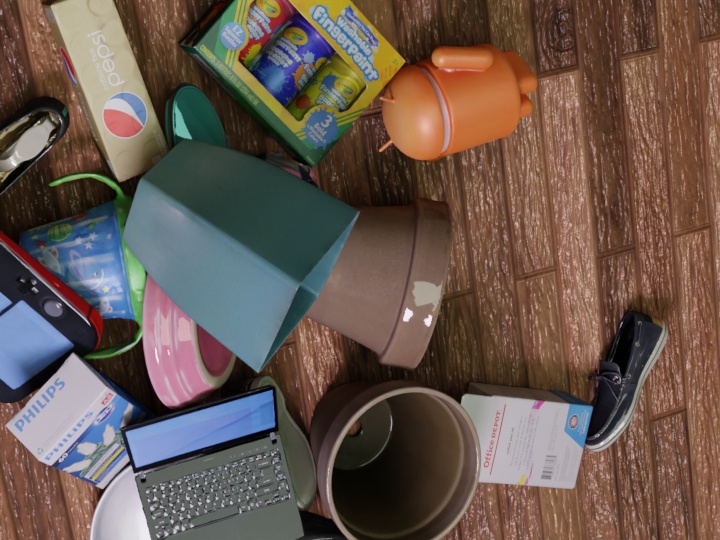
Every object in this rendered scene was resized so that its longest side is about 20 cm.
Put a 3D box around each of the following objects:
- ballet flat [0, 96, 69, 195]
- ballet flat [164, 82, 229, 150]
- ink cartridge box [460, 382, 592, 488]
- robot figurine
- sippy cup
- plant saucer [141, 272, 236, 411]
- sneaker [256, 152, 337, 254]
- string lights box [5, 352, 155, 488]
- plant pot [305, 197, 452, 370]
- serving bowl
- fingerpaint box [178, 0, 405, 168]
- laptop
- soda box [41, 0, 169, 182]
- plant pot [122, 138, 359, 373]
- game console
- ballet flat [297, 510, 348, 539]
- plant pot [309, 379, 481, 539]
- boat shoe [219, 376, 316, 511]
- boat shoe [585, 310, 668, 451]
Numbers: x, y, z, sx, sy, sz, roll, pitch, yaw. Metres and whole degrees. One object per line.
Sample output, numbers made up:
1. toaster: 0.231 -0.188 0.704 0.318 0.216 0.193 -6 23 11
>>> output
1. ballet flat: -0.389 -0.112 1.387 0.200 0.068 0.068 -45 115 -8
2. ballet flat: -0.171 -0.107 1.459 0.067 0.070 0.202 -27 100 -21
3. ink cartridge box: 0.193 0.213 1.710 0.197 0.068 0.117 9 98 -25
4. robot figurine: 0.110 -0.201 1.556 0.198 0.144 0.118 -19 92 -18
5. sippy cup: -0.300 -0.004 1.424 0.128 0.140 0.180 -9 63 -10
6. plant saucer: -0.179 0.053 1.449 0.050 0.201 0.204 -1 105 15
7. sneaker: -0.069 -0.086 1.463 0.081 0.199 0.071 -30 132 -26
8. string lights box: -0.295 0.167 1.426 0.059 0.200 0.103 41 83 17
9. plant pot: 0.000 0.000 1.529 0.172 0.200 0.203 14 96 -8
10. serving bowl: -0.218 0.306 1.545 0.197 0.066 0.203 -1 93 -13
11. fingerpaint box: -0.075 -0.246 1.490 0.167 0.073 0.200 -49 115 -6
12. laptop: -0.160 0.239 1.468 0.175 0.103 0.203 -15 96 -10
13. soda box: -0.273 -0.203 1.420 0.067 0.064 0.202 -24 111 -16
14. plant pot: -0.133 -0.032 1.348 0.199 0.142 0.142 33 44 6
15. game console: -0.382 0.051 1.379 0.199 0.031 0.177 -32 119 34
16. ballet flat: -0.044 0.328 1.587 0.197 0.067 0.058 6 116 -1
17. plant pot: 0.020 0.212 1.577 0.197 0.173 0.203 -6 105 -22
18. boat shoe: -0.109 0.210 1.586 0.060 0.072 0.203 -6 124 23
19. boat shoe: 0.343 0.145 1.760 0.062 0.074 0.202 29 84 -21
